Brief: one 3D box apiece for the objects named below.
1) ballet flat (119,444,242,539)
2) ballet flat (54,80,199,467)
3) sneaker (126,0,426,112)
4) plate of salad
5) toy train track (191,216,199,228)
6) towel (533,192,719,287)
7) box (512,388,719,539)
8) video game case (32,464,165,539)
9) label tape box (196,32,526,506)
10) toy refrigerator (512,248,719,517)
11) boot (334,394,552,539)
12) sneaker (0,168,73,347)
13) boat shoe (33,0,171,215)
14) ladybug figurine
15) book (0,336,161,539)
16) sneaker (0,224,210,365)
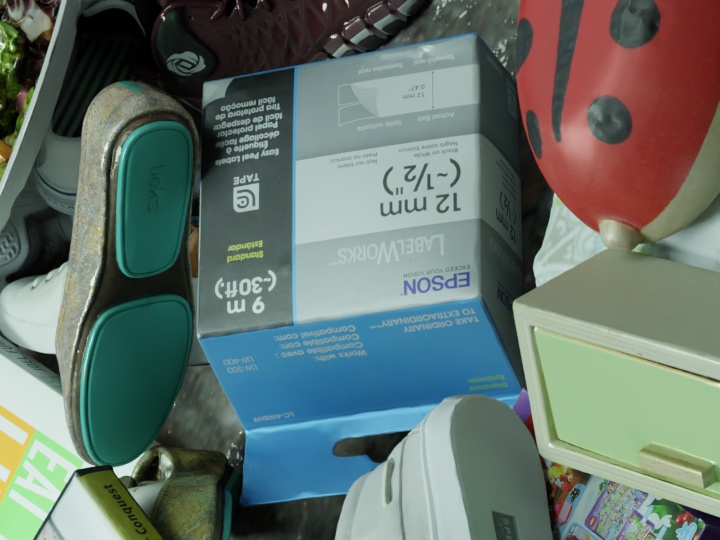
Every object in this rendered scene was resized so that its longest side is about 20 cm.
[{"bbox_3d":[-0.093,0.121,1.405,0.200,0.070,0.071,-96,30,-84],"label":"ballet flat"},{"bbox_3d":[-0.115,-0.002,1.436,0.067,0.068,0.201,44,130,48],"label":"ballet flat"},{"bbox_3d":[-0.044,-0.147,1.492,0.200,0.115,0.076,-45,45,28],"label":"sneaker"},{"bbox_3d":[-0.193,-0.086,1.536,0.200,0.048,0.201,-161,90,-76],"label":"plate of salad"},{"bbox_3d":[-0.069,-0.018,1.532,0.200,0.032,0.115,3,109,57],"label":"toy train track"},{"bbox_3d":[0.164,-0.069,1.273,0.171,0.048,0.201,11,84,54],"label":"towel"},{"bbox_3d":[0.077,0.169,1.281,0.137,0.039,0.201,37,104,49],"label":"box"},{"bbox_3d":[-0.116,0.221,1.327,0.181,0.025,0.200,50,123,28],"label":"video game case"},{"bbox_3d":[0.000,0.000,1.380,0.143,0.066,0.201,-8,64,19],"label":"label tape box"},{"bbox_3d":[0.153,0.054,1.183,0.200,0.070,0.076,16,125,47],"label":"toy refrigerator"},{"bbox_3d":[0.038,0.157,1.256,0.096,0.073,0.201,-41,39,39],"label":"boot"},{"bbox_3d":[-0.191,-0.040,1.654,0.200,0.075,0.114,-52,29,5],"label":"sneaker"},{"bbox_3d":[-0.122,-0.123,1.573,0.067,0.073,0.201,96,-175,-56],"label":"boat shoe"},{"bbox_3d":[0.117,-0.108,1.251,0.136,0.072,0.201,-12,66,49],"label":"ladybug figurine"},{"bbox_3d":[-0.202,0.105,1.564,0.200,0.048,0.134,30,103,28],"label":"book"},{"bbox_3d":[-0.121,-0.001,1.533,0.200,0.073,0.085,1,105,47],"label":"sneaker"}]
